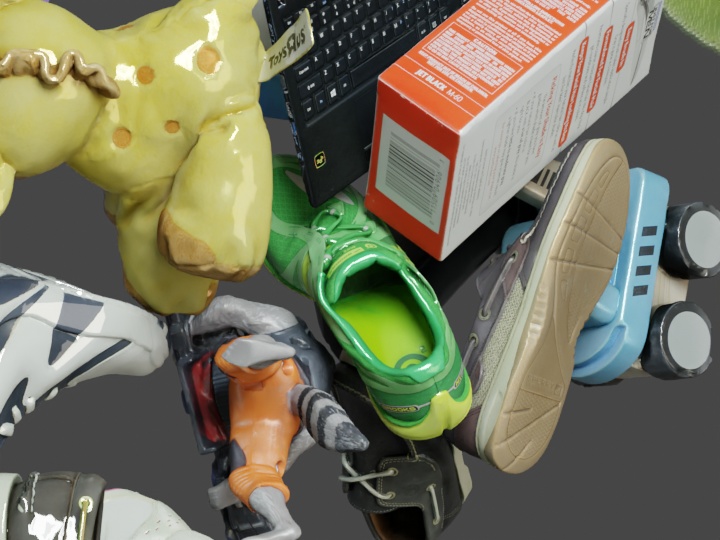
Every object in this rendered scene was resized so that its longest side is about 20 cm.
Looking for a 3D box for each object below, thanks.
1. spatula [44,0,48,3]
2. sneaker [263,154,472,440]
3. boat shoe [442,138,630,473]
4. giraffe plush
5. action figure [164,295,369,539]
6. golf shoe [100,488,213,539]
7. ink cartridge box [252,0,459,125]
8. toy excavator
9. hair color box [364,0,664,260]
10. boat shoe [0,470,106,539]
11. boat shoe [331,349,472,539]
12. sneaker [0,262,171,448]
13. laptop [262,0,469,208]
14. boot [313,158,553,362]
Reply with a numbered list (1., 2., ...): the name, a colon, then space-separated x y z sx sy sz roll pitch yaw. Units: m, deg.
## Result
1. spatula: -0.171 -0.209 1.109 0.056 0.020 0.202 4 94 -44
2. sneaker: 0.000 0.000 1.224 0.074 0.200 0.084 -30 151 -14
3. boat shoe: 0.097 0.015 1.274 0.072 0.065 0.201 23 84 -52
4. giraffe plush: -0.133 -0.077 1.090 0.161 0.200 0.173 2 56 -25
5. action figure: -0.043 0.095 1.213 0.194 0.104 0.201 -93 168 -76
6. golf shoe: -0.156 0.206 1.181 0.200 0.091 0.075 -51 151 0
7. ink cartridge box: -0.031 -0.202 1.222 0.145 0.084 0.201 -52 133 -27
8. toy excavator: 0.123 -0.037 1.347 0.199 0.100 0.196 19 75 -33
9. hair color box: 0.090 -0.110 1.235 0.200 0.064 0.111 -40 155 -30
10. boat shoe: -0.153 0.201 1.098 0.072 0.060 0.203 63 24 -86
11. boat shoe: 0.019 0.115 1.330 0.068 0.072 0.200 -54 152 -19
12. sneaker: -0.187 0.063 1.107 0.199 0.079 0.130 17 90 -53
13. laptop: 0.043 -0.153 1.175 0.177 0.103 0.201 -36 126 -38
14. boot: 0.060 0.004 1.378 0.200 0.065 0.166 -45 117 -40
